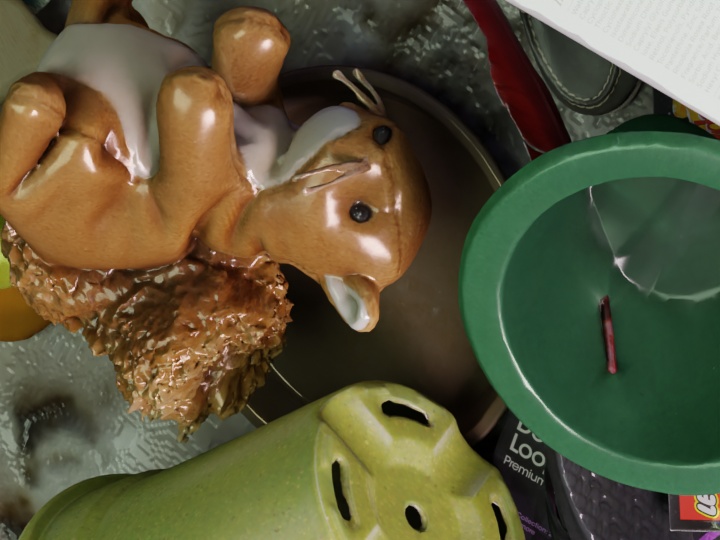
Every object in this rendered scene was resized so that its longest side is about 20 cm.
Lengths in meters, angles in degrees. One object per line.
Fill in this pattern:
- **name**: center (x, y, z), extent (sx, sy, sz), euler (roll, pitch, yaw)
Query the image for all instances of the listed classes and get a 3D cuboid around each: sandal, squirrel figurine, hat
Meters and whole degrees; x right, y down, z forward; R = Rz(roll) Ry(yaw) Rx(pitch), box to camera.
- **sandal**: center (0.110, 0.116, 1.149), extent (0.048, 0.075, 0.202), euler (-4, 101, 49)
- **squirrel figurine**: center (-0.065, -0.027, 1.187), extent (0.186, 0.142, 0.201), euler (19, 127, 1)
- **hat**: center (0.131, -0.035, 1.106), extent (0.165, 0.176, 0.201), euler (-19, 117, 24)

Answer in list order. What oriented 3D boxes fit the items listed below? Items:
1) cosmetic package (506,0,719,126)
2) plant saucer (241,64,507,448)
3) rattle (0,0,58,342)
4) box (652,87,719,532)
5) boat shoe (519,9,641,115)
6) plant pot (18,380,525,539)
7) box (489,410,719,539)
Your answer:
- **cosmetic package**: center (0.125, -0.115, 1.039), extent (0.199, 0.102, 0.074), euler (33, 106, 13)
- **plant saucer**: center (0.000, 0.000, 1.250), extent (0.199, 0.029, 0.201), euler (9, 107, 30)
- **rattle**: center (-0.173, -0.081, 1.336), extent (0.129, 0.143, 0.201), euler (-17, 77, 3)
- **box**: center (0.194, 0.010, 1.101), extent (0.136, 0.038, 0.201), euler (-2, 91, 30)
- **boat shoe**: center (0.088, -0.163, 1.132), extent (0.067, 0.057, 0.201), euler (7, 107, 30)
- **plant pot**: center (-0.030, 0.148, 1.201), extent (0.184, 0.200, 0.201), euler (-35, 84, 36)
- **box**: center (0.115, 0.143, 1.214), extent (0.143, 0.036, 0.201), euler (28, 115, 23)
